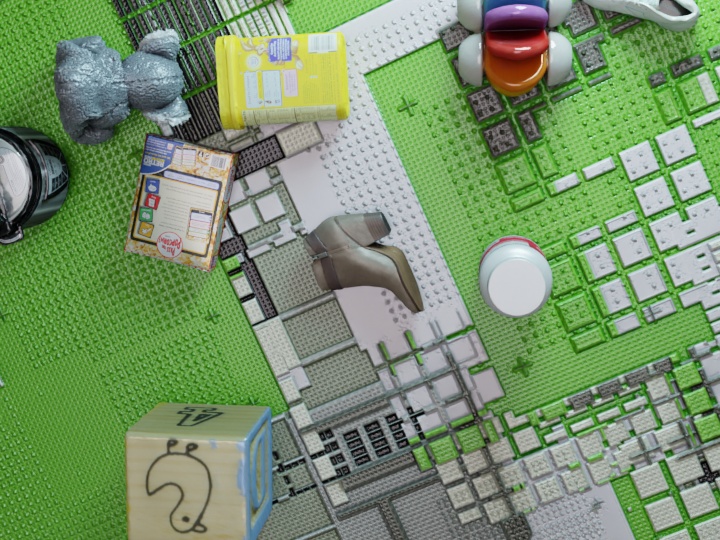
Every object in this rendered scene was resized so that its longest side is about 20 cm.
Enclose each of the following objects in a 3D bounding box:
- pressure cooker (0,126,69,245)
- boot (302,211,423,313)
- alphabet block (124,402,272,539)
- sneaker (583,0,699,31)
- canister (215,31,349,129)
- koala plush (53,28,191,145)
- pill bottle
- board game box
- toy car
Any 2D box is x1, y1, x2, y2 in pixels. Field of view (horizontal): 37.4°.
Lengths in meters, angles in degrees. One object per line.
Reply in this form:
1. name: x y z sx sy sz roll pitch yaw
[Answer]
1. pressure cooker: -0.579 -0.143 1.709 0.176 0.200 0.179 29 99 2
2. boot: 0.000 0.000 1.738 0.146 0.070 0.200 -23 94 15
3. alphabet block: -0.260 0.332 1.744 0.200 0.196 0.196 0 96 6
4. sneaker: 0.424 -0.421 1.620 0.200 0.080 0.071 18 101 5
5. canister: -0.122 -0.303 1.694 0.200 0.087 0.149 -3 98 5
6. koala plush: -0.374 -0.295 1.690 0.200 0.184 0.178 -4 95 -7
7. pill bottle: 0.238 0.011 1.639 0.112 0.200 0.113 1 99 6
8. board game box: -0.296 -0.113 1.759 0.151 0.046 0.200 15 99 4
9. toy car: 0.234 -0.366 1.612 0.175 0.150 0.200 -1 98 7
